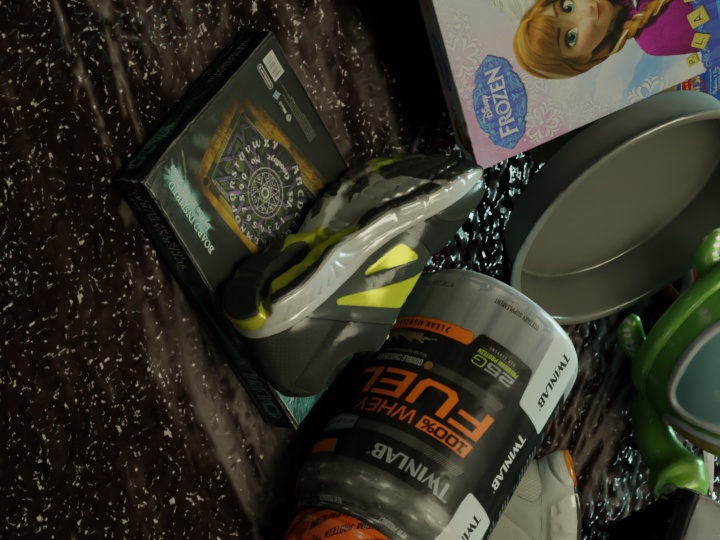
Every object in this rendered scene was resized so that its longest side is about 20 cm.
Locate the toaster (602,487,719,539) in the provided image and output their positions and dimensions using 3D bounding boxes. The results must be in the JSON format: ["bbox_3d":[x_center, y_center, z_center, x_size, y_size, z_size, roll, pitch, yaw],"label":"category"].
[{"bbox_3d":[0.205,0.259,1.770,0.118,0.181,0.201,23,73,-3],"label":"toaster"}]

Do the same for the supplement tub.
[{"bbox_3d":[0.040,0.109,1.639,0.123,0.122,0.201,51,58,-36],"label":"supplement tub"}]

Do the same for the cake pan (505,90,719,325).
[{"bbox_3d":[0.177,-0.044,1.750,0.199,0.037,0.201,-24,149,-15],"label":"cake pan"}]

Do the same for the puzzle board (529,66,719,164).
[{"bbox_3d":[0.172,-0.172,1.697,0.150,0.017,0.201,-15,127,-14],"label":"puzzle board"}]

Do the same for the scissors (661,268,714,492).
[{"bbox_3d":[0.252,0.057,1.931,0.073,0.014,0.201,-33,115,-41],"label":"scissors"}]

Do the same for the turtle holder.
[{"bbox_3d":[0.252,0.072,1.820,0.185,0.132,0.141,-40,154,3],"label":"turtle holder"}]

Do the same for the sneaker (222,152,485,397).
[{"bbox_3d":[0.000,0.000,1.593,0.200,0.074,0.085,-35,124,-29],"label":"sneaker"}]

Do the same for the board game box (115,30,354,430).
[{"bbox_3d":[-0.054,-0.023,1.596,0.135,0.028,0.201,-51,127,-30],"label":"board game box"}]

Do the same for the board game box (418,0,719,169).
[{"bbox_3d":[0.132,-0.184,1.635,0.198,0.041,0.201,-24,128,-7],"label":"board game box"}]

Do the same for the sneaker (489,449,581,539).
[{"bbox_3d":[0.094,0.202,1.751,0.076,0.091,0.201,-92,-178,-60],"label":"sneaker"}]
